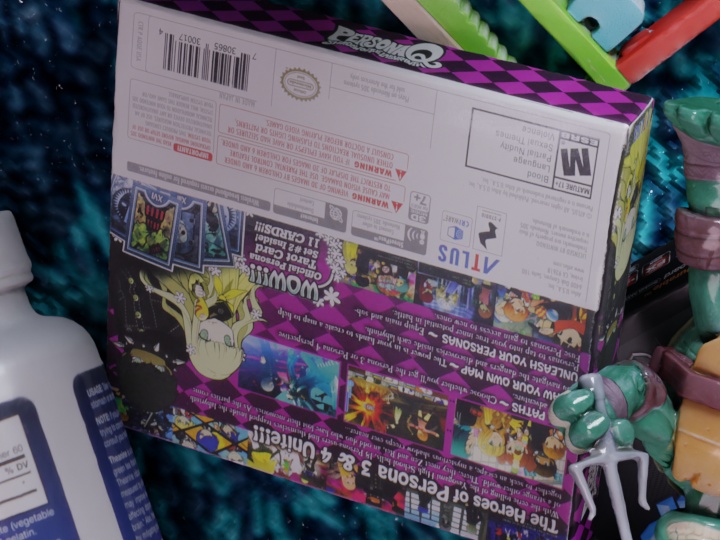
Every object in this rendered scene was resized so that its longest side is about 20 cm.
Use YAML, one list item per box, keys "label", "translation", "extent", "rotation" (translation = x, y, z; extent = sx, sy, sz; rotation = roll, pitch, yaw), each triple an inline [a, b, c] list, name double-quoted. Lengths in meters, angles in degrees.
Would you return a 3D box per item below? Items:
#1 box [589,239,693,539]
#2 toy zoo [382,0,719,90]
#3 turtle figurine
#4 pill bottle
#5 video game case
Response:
- label: "box"
  translation: [0.170, 0.052, 0.918]
  extent: [0.200, 0.046, 0.159]
  rotation: [-30, 108, 21]
- label: "toy zoo"
  translation: [0.093, -0.145, 0.844]
  extent: [0.200, 0.020, 0.131]
  rotation: [-38, 106, 23]
- label: "turtle figurine"
  translation: [0.134, 0.046, 0.840]
  extent: [0.149, 0.101, 0.201]
  rotation: [8, 102, -11]
- label: "pill bottle"
  translation: [-0.140, 0.085, 0.920]
  extent: [0.111, 0.111, 0.200]
  rotation: [-18, 91, 16]
- label: "video game case"
  translation: [0.000, 0.000, 0.890]
  extent: [0.200, 0.036, 0.182]
  rotation: [15, 119, 20]
